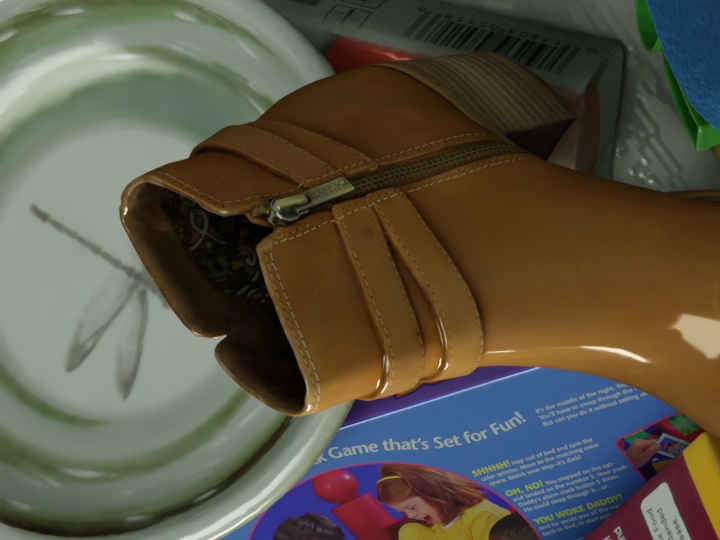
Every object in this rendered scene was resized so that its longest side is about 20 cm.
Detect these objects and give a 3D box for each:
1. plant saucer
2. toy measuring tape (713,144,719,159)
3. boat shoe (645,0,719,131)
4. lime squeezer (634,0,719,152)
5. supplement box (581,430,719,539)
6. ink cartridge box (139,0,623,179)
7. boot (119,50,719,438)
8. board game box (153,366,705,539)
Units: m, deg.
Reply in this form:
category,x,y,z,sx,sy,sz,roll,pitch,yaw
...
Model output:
category,x,y,z,sx,sy,sz,roll,pitch,yaw
plant saucer,-0.081,-0.002,0.949,0.199,0.050,0.201,-2,84,16
toy measuring tape,0.167,-0.078,0.876,0.074,0.074,0.200,40,104,0
boat shoe,0.104,-0.129,0.844,0.084,0.069,0.201,-21,77,49
lime squeezer,0.064,-0.089,0.909,0.200,0.071,0.038,36,151,40
supplement box,0.094,0.155,0.916,0.200,0.085,0.111,-46,50,33
ink cartridge box,0.000,0.000,0.996,0.162,0.050,0.201,15,119,18
boot,0.042,0.008,0.824,0.200,0.155,0.077,44,131,24
board game box,0.051,0.076,0.972,0.199,0.045,0.135,-18,124,19
